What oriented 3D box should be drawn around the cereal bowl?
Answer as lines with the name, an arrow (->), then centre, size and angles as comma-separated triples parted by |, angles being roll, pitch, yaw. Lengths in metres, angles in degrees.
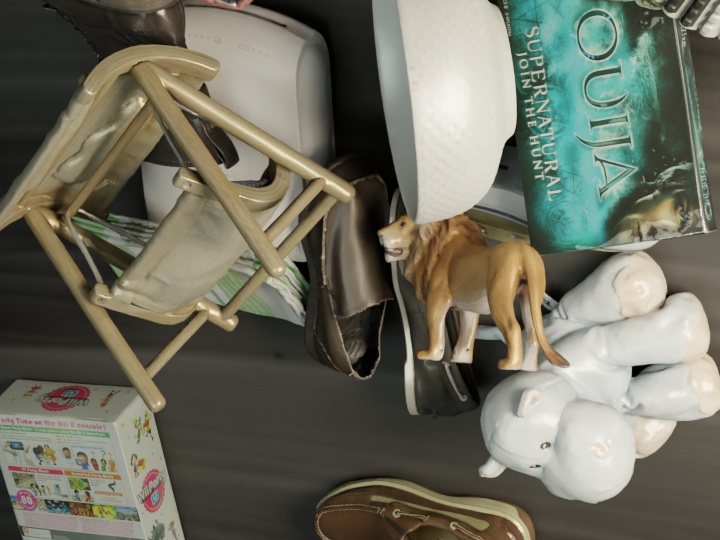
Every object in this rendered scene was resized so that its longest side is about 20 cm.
cereal bowl -> 0.063, -0.138, 1.632 | 0.083, 0.200, 0.201 | -8, 117, -4

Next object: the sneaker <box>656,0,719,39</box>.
sneaker -> 0.209, -0.234, 1.540 | 0.200, 0.081, 0.075 | 40, 145, -1

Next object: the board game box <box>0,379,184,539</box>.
board game box -> -0.244, 0.204, 2.070 | 0.147, 0.064, 0.201 | 3, 119, 28

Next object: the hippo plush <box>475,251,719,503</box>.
hippo plush -> 0.162, 0.079, 1.695 | 0.199, 0.161, 0.160 | 32, 128, 11

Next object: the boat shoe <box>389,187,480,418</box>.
boat shoe -> 0.060, 0.025, 1.792 | 0.057, 0.067, 0.201 | 0, 119, 12

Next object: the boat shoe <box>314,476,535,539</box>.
boat shoe -> 0.041, 0.221, 1.903 | 0.201, 0.075, 0.075 | -1, 116, 31

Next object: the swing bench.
swing bench -> -0.149, -0.043, 1.683 | 0.200, 0.130, 0.199 | 43, 132, -2

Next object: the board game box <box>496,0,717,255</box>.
board game box -> 0.172, -0.117, 1.614 | 0.134, 0.028, 0.202 | -8, 91, 28

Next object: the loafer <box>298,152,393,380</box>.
loafer -> 0.000, 0.000, 1.776 | 0.071, 0.073, 0.201 | 41, 143, 42

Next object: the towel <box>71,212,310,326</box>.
towel -> -0.129, 0.005, 1.857 | 0.199, 0.031, 0.149 | 11, 160, 25

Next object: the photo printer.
photo printer -> -0.099, -0.115, 1.797 | 0.165, 0.069, 0.201 | 12, 122, 25

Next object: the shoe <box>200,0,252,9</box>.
shoe -> -0.138, -0.274, 1.716 | 0.200, 0.091, 0.072 | 37, 129, 7

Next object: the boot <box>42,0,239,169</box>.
boot -> -0.188, -0.159, 1.742 | 0.199, 0.069, 0.175 | 19, 136, 38

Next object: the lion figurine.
lion figurine -> 0.090, 0.008, 1.652 | 0.199, 0.072, 0.123 | 5, 89, 52

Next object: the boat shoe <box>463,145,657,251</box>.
boat shoe -> 0.139, -0.049, 1.707 | 0.199, 0.072, 0.062 | 18, 144, 29
